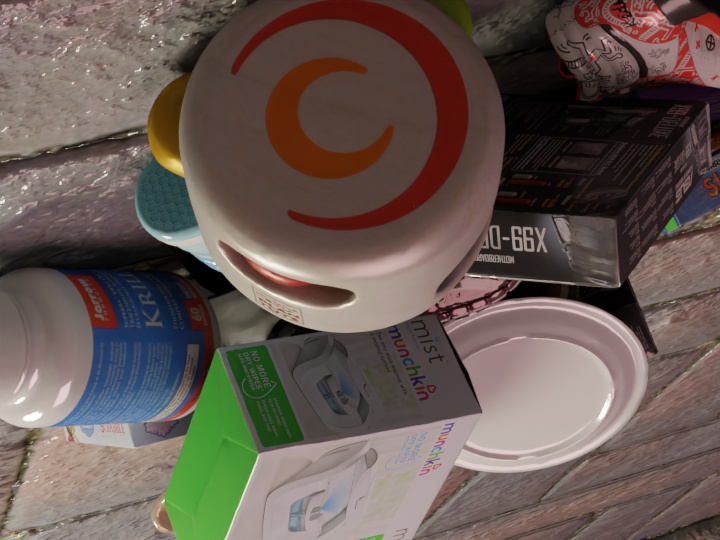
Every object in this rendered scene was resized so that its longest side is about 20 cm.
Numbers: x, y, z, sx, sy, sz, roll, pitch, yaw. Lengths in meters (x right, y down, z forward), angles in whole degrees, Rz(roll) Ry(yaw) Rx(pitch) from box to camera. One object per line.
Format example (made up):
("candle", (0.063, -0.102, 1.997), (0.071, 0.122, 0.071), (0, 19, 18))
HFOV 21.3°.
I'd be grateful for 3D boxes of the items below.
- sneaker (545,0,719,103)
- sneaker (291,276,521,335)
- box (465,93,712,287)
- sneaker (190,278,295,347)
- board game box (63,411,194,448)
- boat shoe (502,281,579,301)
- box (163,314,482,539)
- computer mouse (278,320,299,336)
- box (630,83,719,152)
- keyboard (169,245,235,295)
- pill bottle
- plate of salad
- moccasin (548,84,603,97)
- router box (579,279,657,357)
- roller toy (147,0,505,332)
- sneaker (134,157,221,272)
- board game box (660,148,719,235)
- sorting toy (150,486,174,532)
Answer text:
("sneaker", (0.196, -0.150, 1.277), (0.108, 0.067, 0.201), (-28, 157, 22))
("sneaker", (0.038, 0.005, 1.379), (0.200, 0.076, 0.115), (-32, 164, 11))
("box", (0.125, -0.057, 1.241), (0.157, 0.050, 0.200), (5, -153, 25))
("sneaker", (-0.099, 0.040, 1.482), (0.199, 0.071, 0.073), (-24, 162, 10))
("board game box", (-0.126, 0.101, 1.568), (0.199, 0.041, 0.200), (-13, -178, -23))
("boat shoe", (0.137, 0.005, 1.556), (0.074, 0.075, 0.202), (3, -175, -22))
("box", (-0.032, 0.134, 1.390), (0.176, 0.097, 0.200), (-7, 144, -26))
("computer mouse", (0.000, 0.000, 1.509), (0.199, 0.059, 0.034), (-29, 145, 19))
("box", (0.239, -0.089, 1.535), (0.136, 0.039, 0.200), (-12, 160, -26))
("keyboard", (-0.037, -0.045, 1.393), (0.199, 0.040, 0.104), (-23, 140, 7))
("pill bottle", (-0.203, 0.054, 1.344), (0.112, 0.113, 0.200), (-33, 159, 34))
("plate of salad", (0.125, 0.086, 1.497), (0.199, 0.048, 0.201), (-2, 134, -3))
("moccasin", (0.146, -0.078, 1.436), (0.068, 0.081, 0.200), (-15, 147, -3))
("router box", (0.158, 0.042, 1.630), (0.157, 0.052, 0.200), (-23, -161, 9))
("roller toy", (-0.012, -0.061, 1.109), (0.199, 0.183, 0.140), (-19, 163, -6))
("sneaker", (-0.038, -0.057, 1.269), (0.199, 0.080, 0.131), (-14, 161, 10))
("board game box", (0.262, -0.070, 1.390), (0.199, 0.035, 0.135), (-27, 179, -27))
("sorting toy", (-0.050, 0.136, 1.516), (0.185, 0.037, 0.200), (4, 138, -46))
